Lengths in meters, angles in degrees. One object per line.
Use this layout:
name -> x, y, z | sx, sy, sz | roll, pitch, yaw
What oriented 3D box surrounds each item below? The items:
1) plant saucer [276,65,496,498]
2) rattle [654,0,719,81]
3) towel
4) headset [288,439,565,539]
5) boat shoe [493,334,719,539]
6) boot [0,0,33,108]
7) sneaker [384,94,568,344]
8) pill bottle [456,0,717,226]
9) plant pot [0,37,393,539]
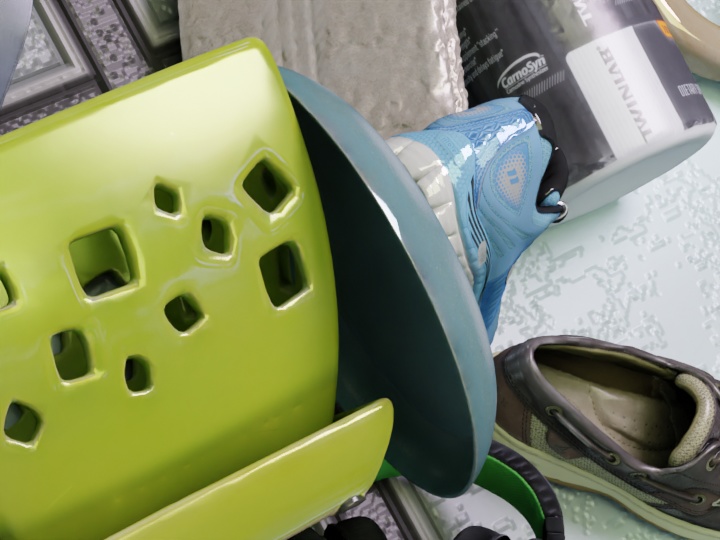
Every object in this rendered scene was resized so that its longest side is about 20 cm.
plant saucer -> 0.000, 0.000, 0.915 | 0.027, 0.200, 0.201 | -30, 84, -18
rattle -> 0.174, -0.189, 1.116 | 0.200, 0.143, 0.130 | 44, 79, -9
towel -> -0.020, -0.128, 1.025 | 0.132, 0.034, 0.201 | -10, 69, 17
headset -> 0.023, 0.151, 0.939 | 0.123, 0.094, 0.200 | 2, 37, 5
boat shoe -> 0.147, 0.079, 1.042 | 0.199, 0.065, 0.074 | 14, 65, -19
boot -> -0.185, -0.145, 0.990 | 0.097, 0.075, 0.201 | 27, 72, -22
sneaker -> 0.056, -0.015, 0.965 | 0.090, 0.200, 0.079 | -31, 75, -9
pill bottle -> 0.081, -0.130, 1.069 | 0.106, 0.106, 0.201 | -22, 81, -28
plant pot -> -0.113, 0.045, 0.877 | 0.199, 0.200, 0.182 | -25, 88, -28
